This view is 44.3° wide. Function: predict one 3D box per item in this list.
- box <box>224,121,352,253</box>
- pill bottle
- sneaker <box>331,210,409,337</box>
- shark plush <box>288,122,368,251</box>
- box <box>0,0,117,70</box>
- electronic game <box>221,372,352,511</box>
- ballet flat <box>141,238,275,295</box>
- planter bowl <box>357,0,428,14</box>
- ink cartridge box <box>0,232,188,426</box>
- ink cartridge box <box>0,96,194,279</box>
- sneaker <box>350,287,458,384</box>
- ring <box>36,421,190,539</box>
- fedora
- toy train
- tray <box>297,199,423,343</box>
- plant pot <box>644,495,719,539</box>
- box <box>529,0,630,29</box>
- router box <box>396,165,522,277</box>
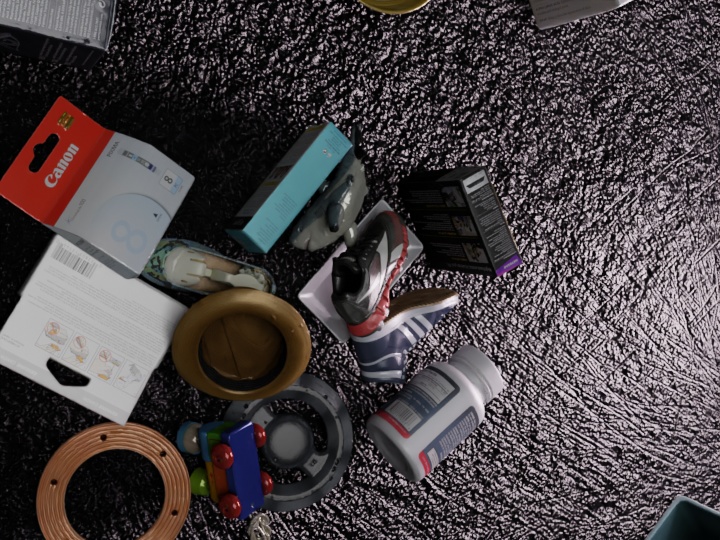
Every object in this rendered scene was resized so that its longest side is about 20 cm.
[{"bbox_3d":[-0.101,-0.116,1.240,0.049,0.082,0.201,43,75,-21],"label":"box"},{"bbox_3d":[0.117,0.210,1.339,0.199,0.119,0.120,-38,107,-19],"label":"pill bottle"},{"bbox_3d":[0.010,-0.012,1.252,0.098,0.070,0.202,43,54,-38],"label":"sneaker"},{"bbox_3d":[-0.039,-0.123,1.275,0.091,0.083,0.202,17,88,-67],"label":"shark plush"},{"bbox_3d":[-0.402,-0.320,1.050,0.198,0.148,0.106,9,88,-26],"label":"box"},{"bbox_3d":[-0.106,0.245,1.275,0.198,0.042,0.202,0,90,-17],"label":"electronic game"},{"bbox_3d":[-0.204,0.002,1.204,0.198,0.074,0.075,13,87,-25],"label":"ballet flat"},{"bbox_3d":[0.023,-0.466,1.283,0.198,0.083,0.203,-1,93,-25],"label":"planter bowl"},{"bbox_3d":[-0.351,0.077,1.149,0.199,0.045,0.177,33,77,-23],"label":"ink cartridge box"},{"bbox_3d":[-0.331,-0.110,1.128,0.199,0.047,0.161,37,61,-24],"label":"ink cartridge box"},{"bbox_3d":[0.071,0.101,1.341,0.199,0.070,0.110,-21,112,-33],"label":"sneaker"},{"bbox_3d":[-0.326,0.300,1.176,0.198,0.019,0.203,-2,95,-19],"label":"ring"},{"bbox_3d":[-0.160,0.087,1.197,0.198,0.082,0.202,-4,128,-5],"label":"fedora"},{"bbox_3d":[-0.186,0.301,1.206,0.084,0.115,0.202,-24,112,-53],"label":"toy train"},{"bbox_3d":[0.000,0.000,1.327,0.107,0.022,0.200,46,74,-19],"label":"tray"},{"bbox_3d":[0.621,0.563,1.565,0.196,0.196,0.201,-45,119,-17],"label":"plant pot"},{"bbox_3d":[0.390,-0.491,1.394,0.198,0.200,0.132,-28,106,-21],"label":"box"},{"bbox_3d":[0.139,-0.072,1.292,0.051,0.200,0.150,-28,105,-19],"label":"router box"}]
